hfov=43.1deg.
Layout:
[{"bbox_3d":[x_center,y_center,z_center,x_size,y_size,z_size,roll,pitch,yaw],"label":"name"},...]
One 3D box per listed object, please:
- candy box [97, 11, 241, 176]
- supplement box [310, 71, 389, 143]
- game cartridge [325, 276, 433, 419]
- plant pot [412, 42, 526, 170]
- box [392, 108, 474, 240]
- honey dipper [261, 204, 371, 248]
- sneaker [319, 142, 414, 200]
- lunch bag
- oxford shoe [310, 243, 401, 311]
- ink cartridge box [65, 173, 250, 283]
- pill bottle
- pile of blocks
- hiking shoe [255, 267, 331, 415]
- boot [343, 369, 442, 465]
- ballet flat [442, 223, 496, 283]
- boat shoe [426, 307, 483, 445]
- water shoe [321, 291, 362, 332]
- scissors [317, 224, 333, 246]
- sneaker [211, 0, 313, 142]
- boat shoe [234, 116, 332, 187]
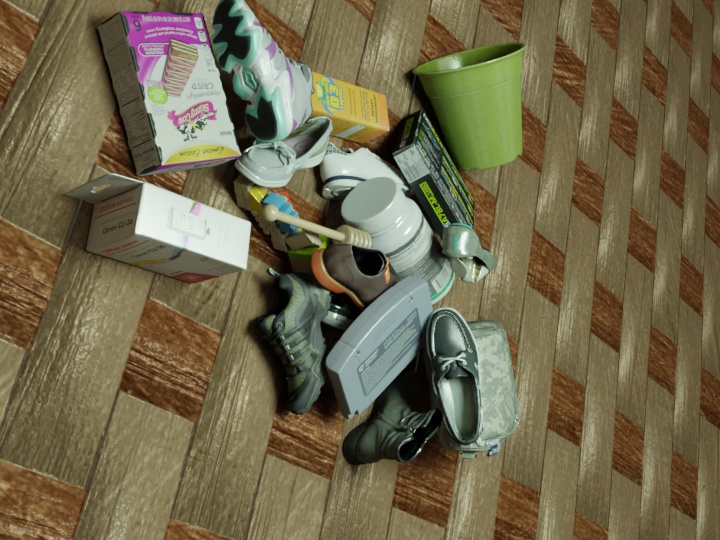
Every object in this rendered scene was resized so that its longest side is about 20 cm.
[{"bbox_3d":[-0.247,-0.232,1.188,0.136,0.061,0.200,-17,93,-48],"label":"candy box"},{"bbox_3d":[-0.047,-0.251,1.398,0.200,0.069,0.067,5,74,-43],"label":"supplement box"},{"bbox_3d":[0.031,0.104,1.300,0.200,0.042,0.133,-43,137,-27],"label":"game cartridge"},{"bbox_3d":[0.208,-0.283,1.608,0.200,0.200,0.190,-34,118,-45],"label":"plant pot"},{"bbox_3d":[0.126,-0.151,1.516,0.200,0.047,0.193,57,18,-20],"label":"box"},{"bbox_3d":[-0.061,-0.055,1.237,0.200,0.038,0.038,15,69,-48],"label":"honey dipper"},{"bbox_3d":[0.018,-0.153,1.441,0.200,0.076,0.081,5,67,-47],"label":"sneaker"},{"bbox_3d":[0.168,0.181,1.424,0.168,0.139,0.200,-2,84,-73],"label":"lunch bag"},{"bbox_3d":[0.018,0.012,1.292,0.200,0.073,0.071,23,53,-50],"label":"oxford shoe"},{"bbox_3d":[-0.247,-0.047,1.100,0.200,0.116,0.068,21,66,-41],"label":"ink cartridge box"},{"bbox_3d":[0.057,-0.041,1.393,0.200,0.113,0.113,55,46,-38],"label":"pill bottle"},{"bbox_3d":[-0.095,-0.069,1.290,0.200,0.082,0.062,53,48,-23],"label":"pile of blocks"},{"bbox_3d":[-0.101,0.098,1.262,0.101,0.076,0.200,8,78,-22],"label":"hiking shoe"},{"bbox_3d":[0.074,0.220,1.357,0.200,0.131,0.068,-48,115,-42],"label":"boot"},{"bbox_3d":[0.164,-0.013,1.412,0.200,0.067,0.064,42,53,-64],"label":"ballet flat"},{"bbox_3d":[0.140,0.151,1.313,0.060,0.076,0.200,12,62,-83],"label":"boat shoe"},{"bbox_3d":[0.019,0.059,1.372,0.200,0.071,0.079,12,92,-43],"label":"water shoe"},{"bbox_3d":[0.000,0.000,1.369,0.014,0.073,0.200,-47,108,-6],"label":"scissors"},{"bbox_3d":[-0.122,-0.285,1.256,0.140,0.078,0.200,-35,113,-51],"label":"sneaker"},{"bbox_3d":[-0.105,-0.172,1.289,0.074,0.065,0.202,38,33,14],"label":"boat shoe"}]
